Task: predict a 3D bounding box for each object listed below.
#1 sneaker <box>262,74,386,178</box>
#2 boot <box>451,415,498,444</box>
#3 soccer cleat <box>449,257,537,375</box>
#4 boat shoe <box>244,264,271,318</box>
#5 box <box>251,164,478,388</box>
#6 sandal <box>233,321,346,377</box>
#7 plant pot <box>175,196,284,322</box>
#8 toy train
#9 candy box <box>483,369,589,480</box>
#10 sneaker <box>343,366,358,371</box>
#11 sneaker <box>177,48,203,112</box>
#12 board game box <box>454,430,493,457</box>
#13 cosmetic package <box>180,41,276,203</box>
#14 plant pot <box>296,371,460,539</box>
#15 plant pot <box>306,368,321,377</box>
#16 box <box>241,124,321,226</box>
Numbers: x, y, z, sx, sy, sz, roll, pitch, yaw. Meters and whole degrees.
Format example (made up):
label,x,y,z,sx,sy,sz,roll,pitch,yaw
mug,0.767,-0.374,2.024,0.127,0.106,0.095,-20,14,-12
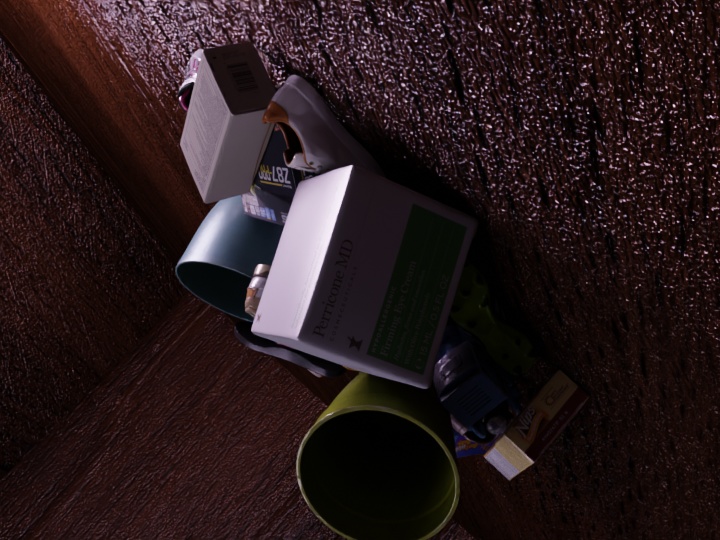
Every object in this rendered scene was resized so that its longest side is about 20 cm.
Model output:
label,x,y,z,sx,sy,sz,roll,pitch,yaw
sneaker,-0.044,-0.136,1.117,0.200,0.085,0.073,46,166,-20
boot,0.153,0.188,1.333,0.198,0.071,0.147,11,-146,-52
soccer cleat,0.147,0.052,1.142,0.201,0.067,0.081,50,177,-21
boat shoe,-0.060,0.060,1.226,0.197,0.069,0.075,20,163,3
box,0.000,0.008,1.048,0.169,0.202,0.199,21,172,-19
sandal,-0.104,0.105,1.379,0.197,0.075,0.046,19,114,27
plant pot,-0.164,-0.032,1.414,0.197,0.163,0.201,18,157,8
toy train,0.143,0.128,1.196,0.114,0.086,0.201,45,-164,-26
candy box,0.233,0.213,1.231,0.055,0.115,0.200,41,166,14
sneaker,-0.037,0.091,1.316,0.197,0.076,0.090,23,-173,-21
sneaker,-0.229,-0.263,1.300,0.081,0.086,0.199,50,167,-16
board game box,0.108,0.201,1.393,0.133,0.045,0.200,5,-151,-45
cosmetic package,-0.173,-0.188,1.186,0.105,0.072,0.200,64,152,18
plant pot,0.037,0.206,1.159,0.201,0.199,0.194,47,-155,-12
plant pot,-0.047,0.068,1.509,0.200,0.183,0.201,42,167,12
box,-0.117,-0.148,1.237,0.199,0.048,0.164,20,125,58
